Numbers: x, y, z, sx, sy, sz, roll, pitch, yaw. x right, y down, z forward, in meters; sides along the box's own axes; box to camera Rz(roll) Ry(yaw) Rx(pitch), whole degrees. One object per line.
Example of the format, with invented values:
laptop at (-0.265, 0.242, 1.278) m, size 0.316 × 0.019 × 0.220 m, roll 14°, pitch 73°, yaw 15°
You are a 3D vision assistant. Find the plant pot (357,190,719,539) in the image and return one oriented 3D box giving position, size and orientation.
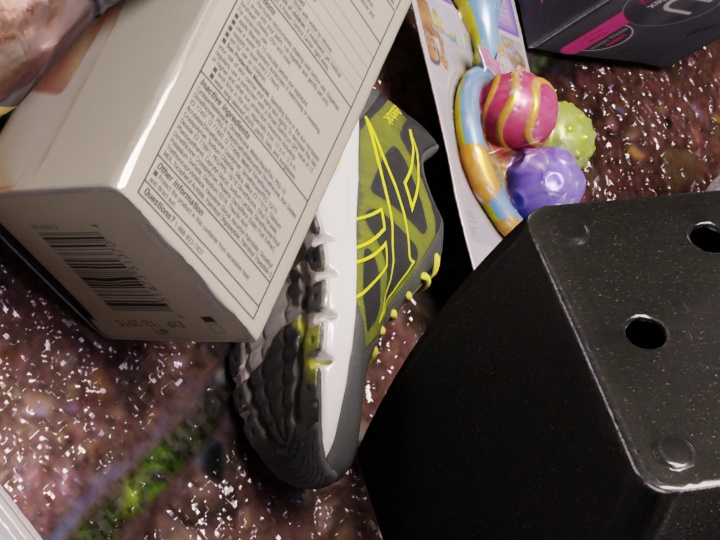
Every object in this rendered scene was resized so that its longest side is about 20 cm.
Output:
plant pot at (0.127, 0.079, 0.729) m, size 0.199 × 0.178 × 0.200 m, roll -5°, pitch 49°, yaw -15°

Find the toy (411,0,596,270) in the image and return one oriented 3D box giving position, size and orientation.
toy at (0.078, -0.074, 0.898) m, size 0.115 × 0.047 × 0.200 m, roll 13°, pitch 57°, yaw -55°

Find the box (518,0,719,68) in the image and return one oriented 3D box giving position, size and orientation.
box at (0.144, -0.223, 0.983) m, size 0.106 × 0.122 × 0.200 m, roll 2°, pitch 69°, yaw -37°

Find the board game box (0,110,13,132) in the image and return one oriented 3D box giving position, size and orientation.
board game box at (-0.180, -0.140, 0.766) m, size 0.200 × 0.028 × 0.135 m, roll 41°, pitch 51°, yaw -16°

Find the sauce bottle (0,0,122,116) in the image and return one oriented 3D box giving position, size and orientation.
sauce bottle at (-0.154, -0.078, 0.687) m, size 0.200 × 0.066 × 0.066 m, roll -32°, pitch 92°, yaw -14°

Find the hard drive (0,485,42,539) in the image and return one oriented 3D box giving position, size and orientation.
hard drive at (-0.185, 0.106, 0.652) m, size 0.200 × 0.038 × 0.140 m, roll 54°, pitch 49°, yaw -5°

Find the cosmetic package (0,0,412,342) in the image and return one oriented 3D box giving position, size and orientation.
cosmetic package at (-0.061, -0.080, 0.762) m, size 0.103 × 0.087 × 0.200 m, roll 51°, pitch 52°, yaw -39°

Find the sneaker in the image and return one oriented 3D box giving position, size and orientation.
sneaker at (0.000, 0.000, 0.811) m, size 0.085 × 0.074 × 0.200 m, roll 19°, pitch 60°, yaw -30°

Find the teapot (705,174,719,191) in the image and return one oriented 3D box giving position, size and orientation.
teapot at (0.222, 0.011, 0.918) m, size 0.146 × 0.197 × 0.200 m, roll -6°, pitch 60°, yaw -20°
